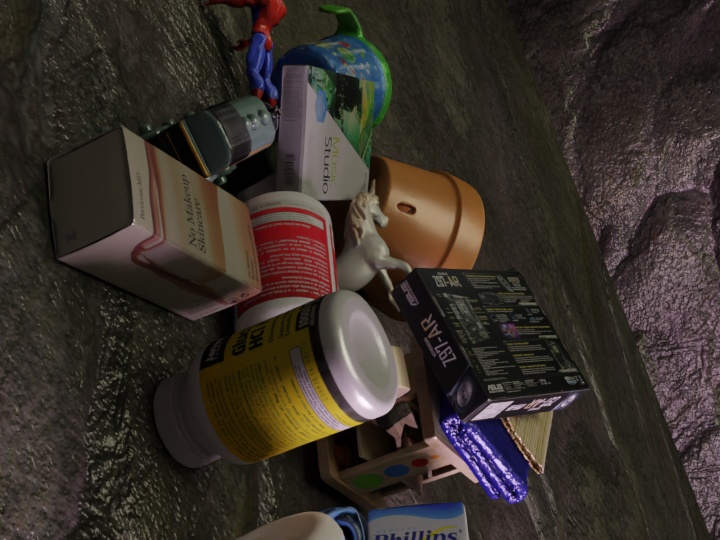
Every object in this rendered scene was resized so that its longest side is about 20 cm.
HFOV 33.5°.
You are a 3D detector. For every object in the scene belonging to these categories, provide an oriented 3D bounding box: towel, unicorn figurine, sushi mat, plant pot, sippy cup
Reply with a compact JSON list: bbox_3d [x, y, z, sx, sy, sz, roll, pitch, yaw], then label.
[{"bbox_3d":[0.130,0.139,1.293,0.148,0.049,0.201,50,27,-25],"label":"towel"},{"bbox_3d":[0.000,0.000,1.374,0.138,0.200,0.074,49,-19,-3],"label":"unicorn figurine"},{"bbox_3d":[0.187,0.137,1.335,0.096,0.012,0.200,57,24,-13],"label":"sushi mat"},{"bbox_3d":[0.040,-0.055,1.520,0.139,0.200,0.201,30,39,-33],"label":"plant pot"},{"bbox_3d":[-0.045,-0.234,1.520,0.179,0.139,0.130,66,23,3],"label":"sippy cup"}]

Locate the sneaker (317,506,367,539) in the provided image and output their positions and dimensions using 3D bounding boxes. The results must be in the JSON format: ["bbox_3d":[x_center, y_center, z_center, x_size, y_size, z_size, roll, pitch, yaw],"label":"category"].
[{"bbox_3d":[-0.025,0.269,1.170,0.200,0.082,0.075,3,65,-69],"label":"sneaker"}]

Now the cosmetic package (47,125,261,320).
[{"bbox_3d":[-0.181,-0.037,1.082,0.200,0.087,0.104,30,43,-58],"label":"cosmetic package"}]

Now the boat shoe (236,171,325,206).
[{"bbox_3d":[-0.078,-0.079,1.395,0.071,0.072,0.200,67,20,2],"label":"boat shoe"}]

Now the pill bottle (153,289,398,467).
[{"bbox_3d":[-0.077,0.101,1.043,0.113,0.199,0.113,51,26,-37],"label":"pill bottle"}]

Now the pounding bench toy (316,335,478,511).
[{"bbox_3d":[0.015,0.155,1.271,0.200,0.155,0.125,44,31,-48],"label":"pounding bench toy"}]

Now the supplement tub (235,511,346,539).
[{"bbox_3d":[-0.045,0.318,0.982,0.201,0.144,0.145,66,21,-6],"label":"supplement tub"}]

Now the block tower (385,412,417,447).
[{"bbox_3d":[0.115,0.171,1.455,0.058,0.200,0.054,57,18,19],"label":"block tower"}]

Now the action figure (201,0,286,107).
[{"bbox_3d":[-0.143,-0.266,1.453,0.065,0.098,0.202,29,65,-62],"label":"action figure"}]

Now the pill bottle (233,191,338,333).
[{"bbox_3d":[-0.077,0.027,1.238,0.112,0.111,0.201,42,32,-48],"label":"pill bottle"}]

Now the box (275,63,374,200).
[{"bbox_3d":[-0.037,-0.152,1.362,0.200,0.036,0.146,-10,105,-69],"label":"box"}]

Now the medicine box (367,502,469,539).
[{"bbox_3d":[0.068,0.366,1.189,0.201,0.102,0.183,-90,172,-47],"label":"medicine box"}]

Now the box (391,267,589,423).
[{"bbox_3d":[0.140,0.074,1.260,0.199,0.044,0.161,1,53,-51],"label":"box"}]

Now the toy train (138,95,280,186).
[{"bbox_3d":[-0.151,-0.128,1.210,0.086,0.113,0.200,65,21,-6],"label":"toy train"}]
